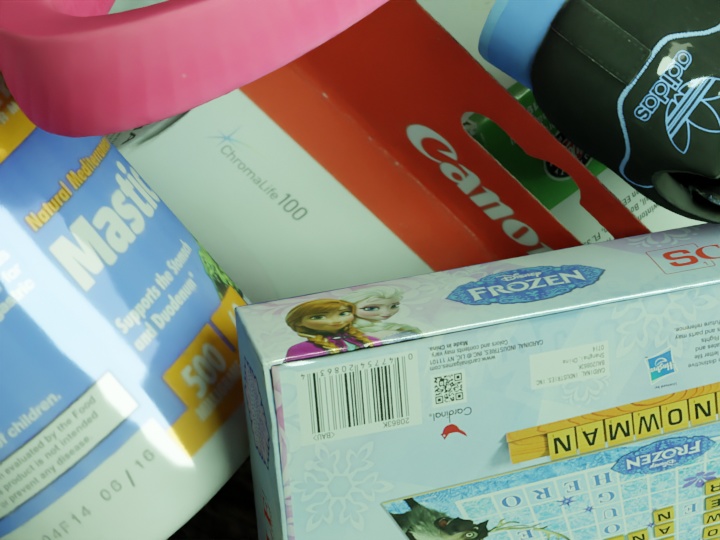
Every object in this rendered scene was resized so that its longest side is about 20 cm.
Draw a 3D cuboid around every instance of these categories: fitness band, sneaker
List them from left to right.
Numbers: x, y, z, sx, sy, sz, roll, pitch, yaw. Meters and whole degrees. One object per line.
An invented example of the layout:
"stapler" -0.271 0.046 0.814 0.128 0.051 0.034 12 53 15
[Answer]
"fitness band" -0.027 -0.093 0.694 0.200 0.142 0.038 -76 147 -63
"sneaker" 0.100 -0.046 0.714 0.078 0.070 0.200 41 15 19

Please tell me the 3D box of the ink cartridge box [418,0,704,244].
"ink cartridge box" 0.091 -0.020 0.872 0.146 0.083 0.201 -35 129 -21

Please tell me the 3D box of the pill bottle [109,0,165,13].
"pill bottle" -0.108 -0.142 0.821 0.200 0.112 0.112 47 39 -16

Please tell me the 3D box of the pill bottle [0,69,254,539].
"pill bottle" -0.121 -0.010 0.716 0.200 0.112 0.112 49 38 -13

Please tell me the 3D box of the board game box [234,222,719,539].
"board game box" 0.071 0.090 0.718 0.041 0.198 0.201 -124 -152 -63

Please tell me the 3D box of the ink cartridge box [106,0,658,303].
"ink cartridge box" 0.000 0.000 0.775 0.162 0.200 0.057 42 68 -21
